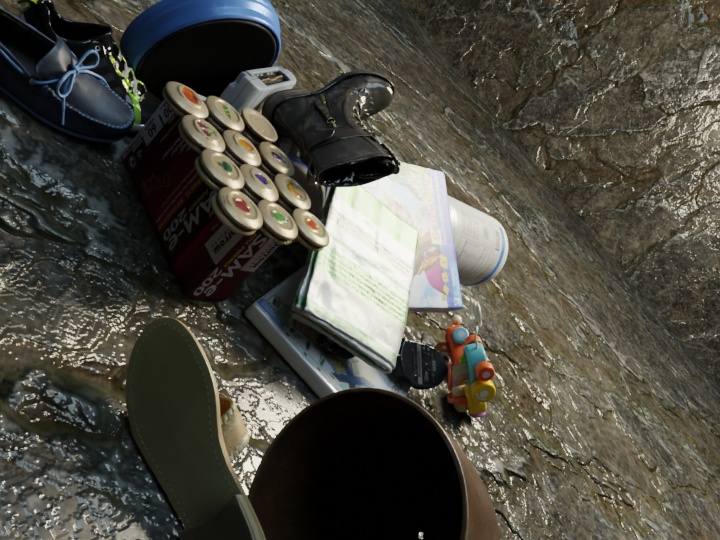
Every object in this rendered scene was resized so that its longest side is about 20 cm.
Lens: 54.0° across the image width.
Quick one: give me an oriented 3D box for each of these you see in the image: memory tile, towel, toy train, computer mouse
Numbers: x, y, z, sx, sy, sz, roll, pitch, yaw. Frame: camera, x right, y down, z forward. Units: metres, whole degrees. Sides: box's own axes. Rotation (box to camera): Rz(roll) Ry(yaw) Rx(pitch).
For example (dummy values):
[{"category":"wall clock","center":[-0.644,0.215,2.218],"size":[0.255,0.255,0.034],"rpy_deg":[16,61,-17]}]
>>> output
[{"category":"memory tile","center":[-0.112,-0.106,0.714],"size":[0.153,0.017,0.200],"rpy_deg":[13,41,-52]},{"category":"towel","center":[0.000,0.000,0.811],"size":[0.149,0.031,0.201],"rpy_deg":[37,49,-30]},{"category":"toy train","center":[0.129,0.117,0.936],"size":[0.200,0.055,0.151],"rpy_deg":[83,-4,-71]},{"category":"computer mouse","center":[0.026,0.101,0.831],"size":[0.200,0.034,0.059],"rpy_deg":[22,59,-36]}]

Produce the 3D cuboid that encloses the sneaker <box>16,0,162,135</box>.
[{"category":"sneaker","center":[-0.288,-0.225,0.784],"size":[0.200,0.083,0.072],"rpy_deg":[28,31,-35]}]

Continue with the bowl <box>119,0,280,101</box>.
[{"category":"bowl","center":[-0.192,-0.269,0.873],"size":[0.200,0.200,0.040],"rpy_deg":[-1,69,-58]}]

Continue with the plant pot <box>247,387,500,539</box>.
[{"category":"plant pot","center":[0.038,0.216,0.583],"size":[0.200,0.187,0.187],"rpy_deg":[41,21,-50]}]

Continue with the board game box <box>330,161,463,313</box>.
[{"category":"board game box","center":[0.050,-0.045,0.931],"size":[0.199,0.041,0.201],"rpy_deg":[3,76,-46]}]

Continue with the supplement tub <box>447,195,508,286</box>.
[{"category":"supplement tub","center":[0.143,-0.052,1.165],"size":[0.200,0.132,0.132],"rpy_deg":[17,39,-47]}]

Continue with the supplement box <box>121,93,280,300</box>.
[{"category":"supplement box","center":[-0.167,-0.081,0.738],"size":[0.061,0.109,0.200],"rpy_deg":[9,44,-55]}]

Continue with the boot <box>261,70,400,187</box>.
[{"category":"boot","center":[-0.007,-0.161,0.839],"size":[0.199,0.069,0.174],"rpy_deg":[-21,47,-25]}]

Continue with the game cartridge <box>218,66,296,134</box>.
[{"category":"game cartridge","center":[-0.151,-0.195,0.896],"size":[0.041,0.133,0.200],"rpy_deg":[37,20,-5]}]

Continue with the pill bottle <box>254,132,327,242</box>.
[{"category":"pill bottle","center":[-0.096,-0.130,0.918],"size":[0.114,0.114,0.200],"rpy_deg":[38,27,-20]}]

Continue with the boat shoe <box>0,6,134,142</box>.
[{"category":"boat shoe","center":[-0.316,-0.198,0.704],"size":[0.200,0.069,0.084],"rpy_deg":[27,46,-30]}]

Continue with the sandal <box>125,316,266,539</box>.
[{"category":"sandal","center":[-0.120,0.142,0.557],"size":[0.212,0.077,0.070],"rpy_deg":[65,9,21]}]

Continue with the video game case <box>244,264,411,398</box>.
[{"category":"video game case","center":[-0.024,0.087,0.823],"size":[0.200,0.022,0.182],"rpy_deg":[47,25,0]}]

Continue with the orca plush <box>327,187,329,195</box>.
[{"category":"orca plush","center":[-0.003,-0.136,1.082],"size":[0.199,0.106,0.071],"rpy_deg":[-4,14,-9]}]
